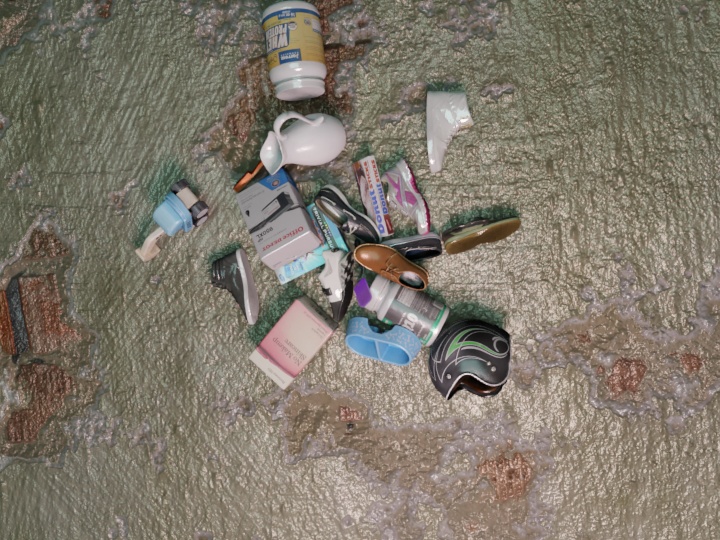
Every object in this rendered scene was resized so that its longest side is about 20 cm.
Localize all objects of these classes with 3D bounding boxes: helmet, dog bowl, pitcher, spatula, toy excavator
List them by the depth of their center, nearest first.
[{"bbox_3d":[-0.130,-0.325,1.365,0.199,0.172,0.122,-22,69,-30],"label":"pitcher"},{"bbox_3d":[0.259,0.217,1.370,0.188,0.200,0.203,6,95,9],"label":"helmet"},{"bbox_3d":[0.000,0.000,1.417,0.020,0.202,0.057,16,138,-26],"label":"spatula"},{"bbox_3d":[0.051,0.181,1.418,0.198,0.050,0.112,11,140,21],"label":"dog bowl"},{"bbox_3d":[-0.504,-0.120,1.476,0.200,0.194,0.100,-40,89,-20],"label":"toy excavator"}]

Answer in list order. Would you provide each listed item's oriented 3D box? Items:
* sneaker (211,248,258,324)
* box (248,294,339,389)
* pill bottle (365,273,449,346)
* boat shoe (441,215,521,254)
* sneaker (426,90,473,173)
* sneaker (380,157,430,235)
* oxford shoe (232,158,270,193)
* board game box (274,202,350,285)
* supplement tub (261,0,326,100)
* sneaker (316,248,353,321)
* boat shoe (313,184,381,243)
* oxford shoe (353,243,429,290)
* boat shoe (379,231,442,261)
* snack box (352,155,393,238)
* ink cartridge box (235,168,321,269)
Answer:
[{"bbox_3d":[-0.333,0.051,1.493,0.098,0.071,0.202,-15,86,9],"label":"sneaker"},{"bbox_3d":[-0.169,0.181,1.459,0.128,0.109,0.200,40,97,2],"label":"box"},{"bbox_3d":[0.111,0.094,1.418,0.199,0.113,0.114,29,97,5],"label":"pill bottle"},{"bbox_3d":[0.296,-0.103,1.404,0.198,0.073,0.065,-17,56,-4],"label":"boat shoe"},{"bbox_3d":[0.221,-0.343,1.396,0.114,0.074,0.203,0,93,10],"label":"sneaker"},{"bbox_3d":[0.113,-0.175,1.419,0.088,0.081,0.202,-25,78,12],"label":"sneaker"},{"bbox_3d":[-0.237,-0.258,1.468,0.200,0.071,0.073,-41,108,12],"label":"oxford shoe"},{"bbox_3d":[-0.147,-0.074,1.471,0.198,0.047,0.152,-26,91,8],"label":"board game box"},{"bbox_3d":[-0.160,-0.534,1.392,0.143,0.145,0.202,-7,93,7],"label":"supplement tub"},{"bbox_3d":[-0.068,0.033,1.445,0.088,0.074,0.202,14,117,19],"label":"sneaker"},{"bbox_3d":[-0.034,-0.124,1.414,0.200,0.060,0.076,41,140,-2],"label":"boat shoe"},{"bbox_3d":[0.075,-0.009,1.367,0.198,0.071,0.072,22,111,0],"label":"oxford shoe"},{"bbox_3d":[0.110,-0.037,1.424,0.198,0.070,0.067,-13,51,1],"label":"boat shoe"},{"bbox_3d":[0.031,-0.182,1.433,0.024,0.072,0.202,-16,92,-37],"label":"snack box"},{"bbox_3d":[-0.204,-0.126,1.404,0.144,0.084,0.201,-29,67,6],"label":"ink cartridge box"}]
